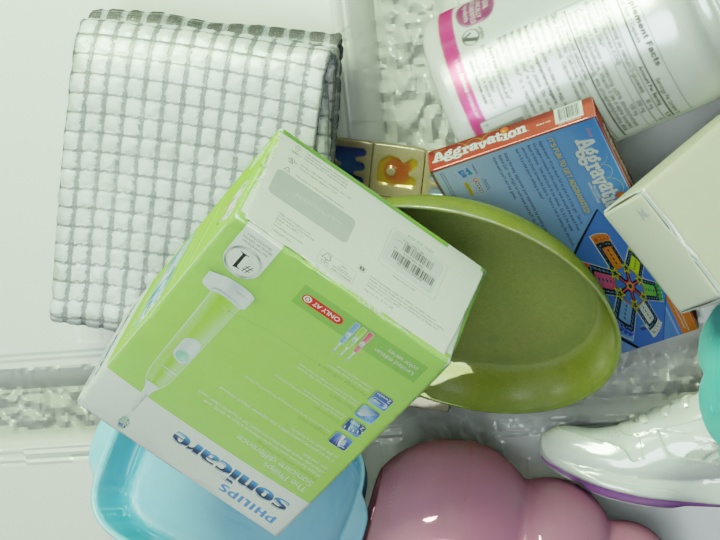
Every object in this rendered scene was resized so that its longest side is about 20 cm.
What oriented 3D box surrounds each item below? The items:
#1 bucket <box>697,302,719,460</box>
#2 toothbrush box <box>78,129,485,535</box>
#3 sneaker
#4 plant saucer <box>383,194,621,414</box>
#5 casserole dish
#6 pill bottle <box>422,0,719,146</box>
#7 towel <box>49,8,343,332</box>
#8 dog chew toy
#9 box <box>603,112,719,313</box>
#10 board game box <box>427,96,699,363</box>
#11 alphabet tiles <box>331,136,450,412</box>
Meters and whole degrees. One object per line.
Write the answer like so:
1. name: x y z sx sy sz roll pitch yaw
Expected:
1. bucket: 0.301 0.061 1.444 0.207 0.135 0.208 1 83 -6
2. toothbrush box: -0.047 0.039 1.441 0.146 0.086 0.200 34 131 -9
3. sneaker: 0.211 0.099 1.545 0.200 0.075 0.100 4 90 4
4. plant saucer: 0.061 0.015 1.495 0.200 0.031 0.200 13 144 10
5. casserole dish: -0.079 0.137 1.583 0.200 0.039 0.121 20 85 24
6. pill bottle: 0.148 -0.135 1.475 0.200 0.113 0.114 -23 97 14
7. towel: -0.098 -0.056 1.548 0.165 0.086 0.200 7 107 4
8. dog chew toy: 0.101 0.179 1.553 0.200 0.125 0.125 15 105 -3
9. box: 0.243 -0.068 1.446 0.200 0.068 0.082 -38 92 -17
10. board game box: 0.124 -0.016 1.495 0.103 0.019 0.200 -17 135 14
11. alphabet tiles: 0.000 0.000 1.587 0.200 0.006 0.167 9 104 9
